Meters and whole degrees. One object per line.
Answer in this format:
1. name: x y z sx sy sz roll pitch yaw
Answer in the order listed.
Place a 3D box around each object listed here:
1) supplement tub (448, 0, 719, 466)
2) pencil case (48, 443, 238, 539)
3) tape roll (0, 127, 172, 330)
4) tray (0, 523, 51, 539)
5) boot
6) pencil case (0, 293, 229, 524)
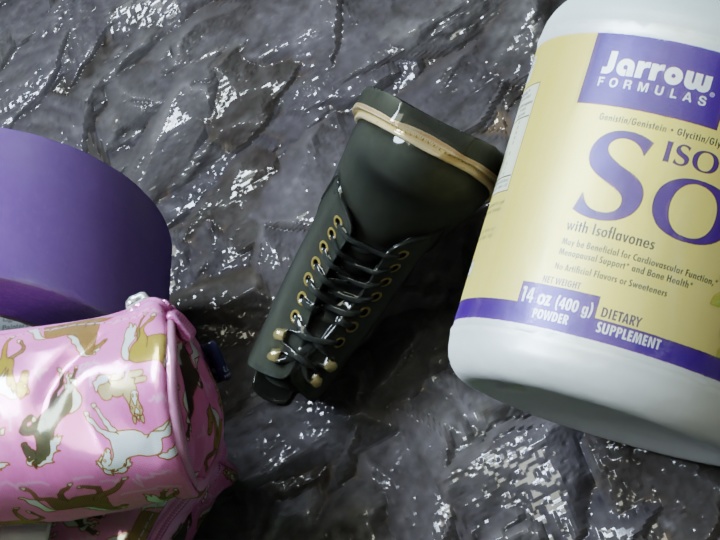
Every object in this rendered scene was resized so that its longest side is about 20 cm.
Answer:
1. supplement tub: 0.130 -0.031 0.787 0.145 0.145 0.201 11 80 36
2. pencil case: -0.132 0.161 0.892 0.086 0.083 0.200 20 72 13
3. tape roll: -0.195 0.019 0.937 0.199 0.200 0.085 -16 55 22
4. tray: -0.214 0.146 0.933 0.200 0.022 0.108 -37 33 33
5. boot: 0.000 0.000 0.862 0.077 0.200 0.139 30 83 2
6. pencil case: -0.162 0.068 0.844 0.199 0.083 0.087 -9 44 13
